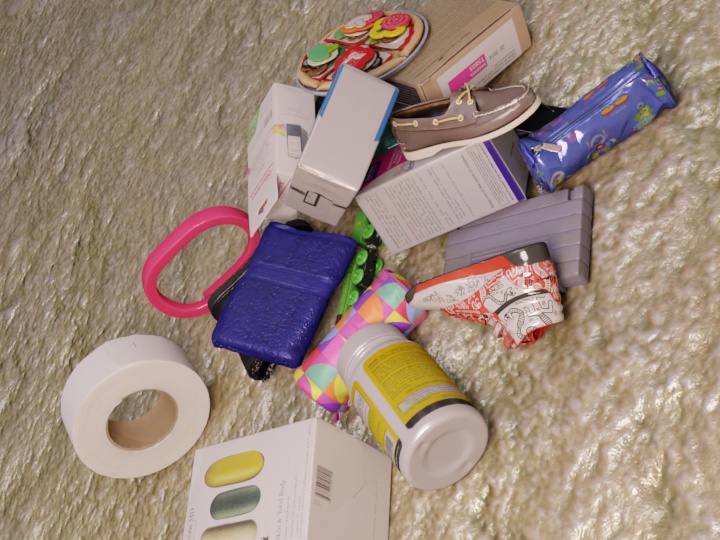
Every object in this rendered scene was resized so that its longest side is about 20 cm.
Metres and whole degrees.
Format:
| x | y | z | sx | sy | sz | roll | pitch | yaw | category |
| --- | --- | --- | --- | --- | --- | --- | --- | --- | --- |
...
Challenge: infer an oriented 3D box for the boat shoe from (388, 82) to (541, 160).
| x | y | z | sx | sy | sz | roll | pitch | yaw | category |
| --- | --- | --- | --- | --- | --- | --- | --- | --- | --- |
| 0.122 | -0.190 | 1.382 | 0.199 | 0.060 | 0.072 | -13 | 30 | 39 | boat shoe |

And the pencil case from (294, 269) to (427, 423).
| x | y | z | sx | sy | sz | roll | pitch | yaw | category |
| --- | --- | --- | --- | --- | --- | --- | --- | --- | --- |
| 0.002 | 0.094 | 1.473 | 0.200 | 0.088 | 0.088 | -51 | 41 | 8 | pencil case |

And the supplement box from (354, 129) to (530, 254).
| x | y | z | sx | sy | sz | roll | pitch | yaw | category |
| --- | --- | --- | --- | --- | --- | --- | --- | --- | --- |
| 0.107 | -0.116 | 1.468 | 0.199 | 0.104 | 0.101 | -24 | 26 | 27 | supplement box |

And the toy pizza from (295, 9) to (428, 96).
| x | y | z | sx | sy | sz | roll | pitch | yaw | category |
| --- | --- | --- | --- | --- | --- | --- | --- | --- | --- |
| -0.002 | -0.310 | 1.583 | 0.199 | 0.032 | 0.201 | -18 | 36 | 14 | toy pizza |

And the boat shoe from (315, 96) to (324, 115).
| x | y | z | sx | sy | sz | roll | pitch | yaw | category |
| --- | --- | --- | --- | --- | --- | --- | --- | --- | --- |
| -0.081 | -0.207 | 1.754 | 0.068 | 0.072 | 0.201 | -1 | 63 | 41 | boat shoe |

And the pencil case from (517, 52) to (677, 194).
| x | y | z | sx | sy | sz | roll | pitch | yaw | category |
| --- | --- | --- | --- | --- | --- | --- | --- | --- | --- |
| 0.279 | -0.175 | 1.369 | 0.199 | 0.087 | 0.078 | -35 | 70 | 10 | pencil case |

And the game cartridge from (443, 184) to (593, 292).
| x | y | z | sx | sy | sz | roll | pitch | yaw | category |
| --- | --- | --- | --- | --- | --- | --- | --- | --- | --- |
| 0.191 | -0.022 | 1.408 | 0.199 | 0.038 | 0.131 | -13 | 60 | 37 | game cartridge |

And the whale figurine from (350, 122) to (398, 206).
| x | y | z | sx | sy | sz | roll | pitch | yaw | category |
| --- | --- | --- | --- | --- | --- | --- | --- | --- | --- |
| 0.006 | -0.192 | 1.639 | 0.159 | 0.104 | 0.201 | 16 | 74 | 48 | whale figurine |

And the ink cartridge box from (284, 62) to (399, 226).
| x | y | z | sx | sy | sz | roll | pitch | yaw | category |
| --- | --- | --- | --- | --- | --- | --- | --- | --- | --- |
| -0.028 | -0.156 | 1.469 | 0.200 | 0.084 | 0.147 | 130 | 162 | -77 | ink cartridge box |

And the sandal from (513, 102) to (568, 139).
| x | y | z | sx | sy | sz | roll | pitch | yaw | category |
| --- | --- | --- | --- | --- | --- | --- | --- | --- | --- |
| 0.217 | -0.195 | 1.488 | 0.199 | 0.043 | 0.077 | 11 | 71 | 46 | sandal |

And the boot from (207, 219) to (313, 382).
| x | y | z | sx | sy | sz | roll | pitch | yaw | category |
| --- | --- | --- | --- | --- | --- | --- | --- | --- | --- |
| -0.110 | 0.044 | 1.615 | 0.200 | 0.076 | 0.168 | -43 | 49 | 0 | boot |

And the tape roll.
| x | y | z | sx | sy | sz | roll | pitch | yaw | category |
| --- | --- | --- | --- | --- | --- | --- | --- | --- | --- |
| -0.316 | 0.191 | 1.612 | 0.203 | 0.202 | 0.071 | -49 | 41 | 6 | tape roll |

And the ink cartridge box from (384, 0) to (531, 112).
| x | y | z | sx | sy | sz | roll | pitch | yaw | category |
| --- | --- | --- | --- | --- | --- | --- | --- | --- | --- |
| 0.110 | -0.298 | 1.587 | 0.200 | 0.075 | 0.164 | -40 | 39 | -19 | ink cartridge box |

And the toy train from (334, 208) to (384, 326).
| x | y | z | sx | sy | sz | roll | pitch | yaw | category |
| --- | --- | --- | --- | --- | --- | --- | --- | --- | --- |
| 0.000 | 0.000 | 1.567 | 0.056 | 0.042 | 0.201 | -16 | 54 | 48 | toy train |

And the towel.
| x | y | z | sx | sy | sz | roll | pitch | yaw | category |
| --- | --- | --- | --- | --- | --- | --- | --- | --- | --- |
| -0.101 | 0.033 | 1.546 | 0.147 | 0.050 | 0.201 | 12 | 63 | 30 | towel |

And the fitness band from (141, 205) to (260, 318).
| x | y | z | sx | sy | sz | roll | pitch | yaw | category |
| --- | --- | --- | --- | --- | --- | --- | --- | --- | --- |
| -0.236 | -0.012 | 1.715 | 0.200 | 0.143 | 0.038 | -43 | 41 | 13 | fitness band |

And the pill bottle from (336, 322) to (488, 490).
| x | y | z | sx | sy | sz | roll | pitch | yaw | category |
| --- | --- | --- | --- | --- | --- | --- | --- | --- | --- |
| 0.055 | 0.154 | 1.355 | 0.114 | 0.114 | 0.200 | -48 | 42 | 7 | pill bottle |

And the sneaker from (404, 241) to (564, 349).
| x | y | z | sx | sy | sz | roll | pitch | yaw | category |
| --- | --- | --- | --- | --- | --- | --- | --- | --- | --- |
| 0.146 | 0.047 | 1.352 | 0.200 | 0.067 | 0.109 | -21 | 83 | 34 | sneaker |

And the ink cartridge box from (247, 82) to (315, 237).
| x | y | z | sx | sy | sz | roll | pitch | yaw | category |
| --- | --- | --- | --- | --- | --- | --- | --- | --- | --- |
| -0.112 | -0.152 | 1.641 | 0.117 | 0.067 | 0.201 | 132 | 142 | -51 | ink cartridge box |

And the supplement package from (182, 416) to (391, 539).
| x | y | z | sx | sy | sz | roll | pitch | yaw | category |
| --- | --- | --- | --- | --- | --- | --- | --- | --- | --- |
| -0.087 | 0.289 | 1.370 | 0.199 | 0.150 | 0.153 | -19 | 52 | 34 | supplement package |
